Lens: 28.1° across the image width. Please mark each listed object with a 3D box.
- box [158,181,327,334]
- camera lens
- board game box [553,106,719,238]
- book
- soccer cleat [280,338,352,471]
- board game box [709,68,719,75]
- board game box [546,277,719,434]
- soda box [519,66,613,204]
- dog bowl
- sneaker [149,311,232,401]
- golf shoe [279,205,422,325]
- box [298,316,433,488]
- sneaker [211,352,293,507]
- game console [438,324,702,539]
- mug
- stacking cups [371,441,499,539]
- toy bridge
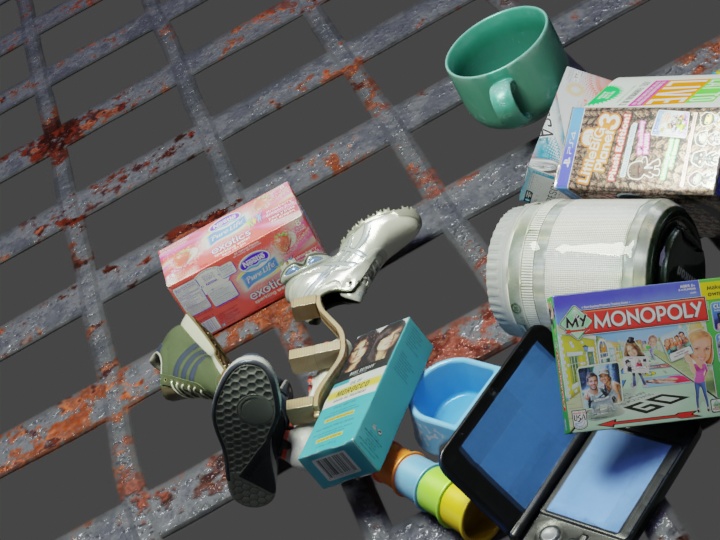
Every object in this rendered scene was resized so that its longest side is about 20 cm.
[{"bbox_3d":[-0.152,-0.014,1.881,0.199,0.103,0.095,-29,36,2],"label":"box"},{"bbox_3d":[0.254,0.004,1.532,0.199,0.160,0.160,2,46,36],"label":"camera lens"},{"bbox_3d":[0.344,-0.107,1.579,0.199,0.159,0.098,6,77,43],"label":"board game box"},{"bbox_3d":[0.371,-0.194,1.699,0.199,0.048,0.134,3,30,36],"label":"book"},{"bbox_3d":[-0.030,0.156,1.633,0.077,0.070,0.200,14,40,7],"label":"soccer cleat"},{"bbox_3d":[0.470,-0.194,1.722,0.199,0.047,0.151,-32,36,-4],"label":"board game box"},{"bbox_3d":[0.289,0.082,1.400,0.198,0.136,0.029,-6,-8,-5],"label":"board game box"},{"bbox_3d":[0.259,-0.164,1.796,0.068,0.064,0.201,18,50,8],"label":"soda box"},{"bbox_3d":[0.133,0.151,1.531,0.199,0.050,0.112,13,53,43],"label":"dog bowl"},{"bbox_3d":[-0.201,0.135,1.774,0.090,0.067,0.200,-42,38,0],"label":"sneaker"},{"bbox_3d":[0.000,0.000,1.805,0.199,0.078,0.098,-32,52,6],"label":"golf shoe"},{"bbox_3d":[0.008,0.141,1.552,0.082,0.049,0.200,-24,26,36],"label":"box"},{"bbox_3d":[-0.117,0.140,1.597,0.076,0.203,0.147,5,37,2],"label":"sneaker"},{"bbox_3d":[0.207,0.170,1.400,0.170,0.119,0.200,11,52,42],"label":"game console"},{"bbox_3d":[0.196,-0.251,1.915,0.151,0.115,0.185,6,49,45],"label":"mug"},{"bbox_3d":[0.065,0.223,1.494,0.060,0.061,0.200,-43,33,-19],"label":"stacking cups"},{"bbox_3d":[-0.047,0.098,1.628,0.067,0.027,0.201,-11,37,8],"label":"toy bridge"}]
